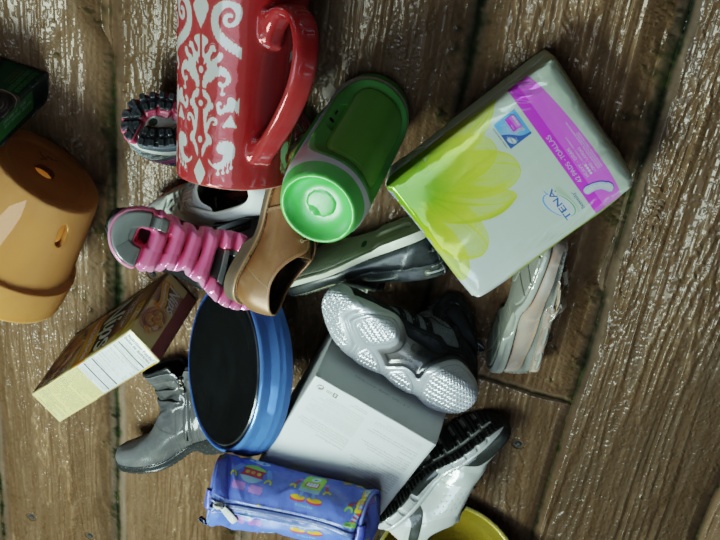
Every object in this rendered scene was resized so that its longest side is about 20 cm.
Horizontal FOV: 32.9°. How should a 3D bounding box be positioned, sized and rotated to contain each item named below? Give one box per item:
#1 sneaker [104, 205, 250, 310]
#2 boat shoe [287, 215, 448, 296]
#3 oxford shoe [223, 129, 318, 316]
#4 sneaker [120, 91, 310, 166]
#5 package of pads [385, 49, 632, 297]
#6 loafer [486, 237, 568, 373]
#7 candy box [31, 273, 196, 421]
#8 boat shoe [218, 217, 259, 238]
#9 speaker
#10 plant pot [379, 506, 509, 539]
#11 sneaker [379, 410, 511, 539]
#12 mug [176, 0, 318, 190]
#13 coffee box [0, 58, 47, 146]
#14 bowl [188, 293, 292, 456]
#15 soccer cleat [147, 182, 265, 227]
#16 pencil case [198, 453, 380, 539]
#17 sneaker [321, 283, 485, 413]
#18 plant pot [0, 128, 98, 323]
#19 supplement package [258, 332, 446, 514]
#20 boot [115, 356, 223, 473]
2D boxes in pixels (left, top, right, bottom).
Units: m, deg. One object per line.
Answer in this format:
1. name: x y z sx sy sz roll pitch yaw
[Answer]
1. sneaker: -0.183 -0.020 1.290 0.198 0.080 0.095 26 176 -29
2. boat shoe: 0.000 0.000 1.321 0.198 0.072 0.068 -16 117 25
3. oxford shoe: -0.065 -0.047 1.244 0.071 0.071 0.202 27 97 33
4. sneaker: -0.148 -0.146 1.278 0.197 0.082 0.075 6 163 3
5. package of pads: 0.145 -0.088 1.175 0.199 0.068 0.155 -36 107 13
6. loafer: 0.188 0.035 1.290 0.062 0.073 0.201 10 134 -8
7. candy box: -0.296 0.093 1.464 0.199 0.116 0.055 -31 111 34
8. boat shoe: -0.102 -0.028 1.346 0.198 0.071 0.066 -18 137 24
9. speaker: -0.012 -0.111 1.164 0.087 0.201 0.089 9 127 13
10. plant pot: 0.089 0.405 1.519 0.198 0.202 0.142 28 153 -2
11. sneaker: 0.106 0.247 1.436 0.200 0.074 0.080 -43 110 12
12. mug: -0.114 -0.180 1.133 0.131 0.178 0.203 4 107 -9
13. coffee box: -0.455 -0.199 1.312 0.197 0.123 0.044 19 130 7
14. bowl: -0.141 0.108 1.380 0.039 0.202 0.201 2 138 -33
15. soccer cleat: -0.171 -0.073 1.312 0.197 0.085 0.070 -12 76 26
16. pencil case: -0.077 0.258 1.329 0.197 0.087 0.079 11 106 12
17. sneaker: 0.051 0.061 1.318 0.199 0.114 0.075 36 132 -10
18. plant pot: -0.385 -0.061 1.351 0.199 0.201 0.140 38 112 -9
19. supplement package: -0.006 0.171 1.393 0.150 0.151 0.201 30 128 -4
20. boot: -0.245 0.176 1.545 0.198 0.070 0.133 -18 114 17
